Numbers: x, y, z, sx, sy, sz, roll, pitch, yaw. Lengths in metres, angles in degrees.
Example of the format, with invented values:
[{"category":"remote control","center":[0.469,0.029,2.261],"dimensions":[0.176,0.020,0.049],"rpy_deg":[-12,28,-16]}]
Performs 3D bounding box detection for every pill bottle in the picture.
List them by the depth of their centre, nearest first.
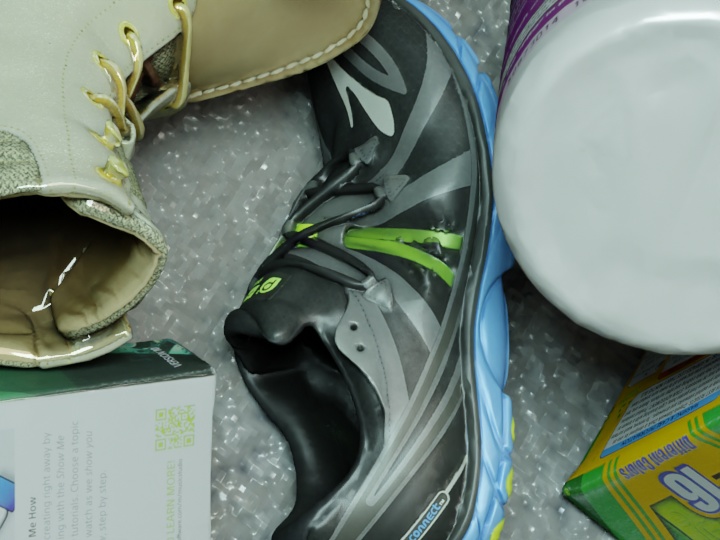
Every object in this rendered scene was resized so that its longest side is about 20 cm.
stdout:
[{"category":"pill bottle","center":[0.100,-0.064,0.821],"dimensions":[0.112,0.112,0.200],"rpy_deg":[35,23,-10]}]

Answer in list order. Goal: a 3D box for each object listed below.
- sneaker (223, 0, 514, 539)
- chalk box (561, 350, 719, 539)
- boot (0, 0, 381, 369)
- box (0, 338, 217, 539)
[{"category":"sneaker","center":[0.000,0.000,0.817],"dimensions":[0.082,0.071,0.201],"rpy_deg":[7,69,-24]},{"category":"chalk box","center":[0.191,0.071,0.852],"dimensions":[0.200,0.124,0.124],"rpy_deg":[38,60,-7]},{"category":"boot","center":[-0.070,-0.043,0.747],"dimensions":[0.199,0.072,0.155],"rpy_deg":[-10,36,-16]},{"category":"box","center":[-0.134,0.100,0.698],"dimensions":[0.199,0.036,0.145],"rpy_deg":[-6,107,-28]}]
